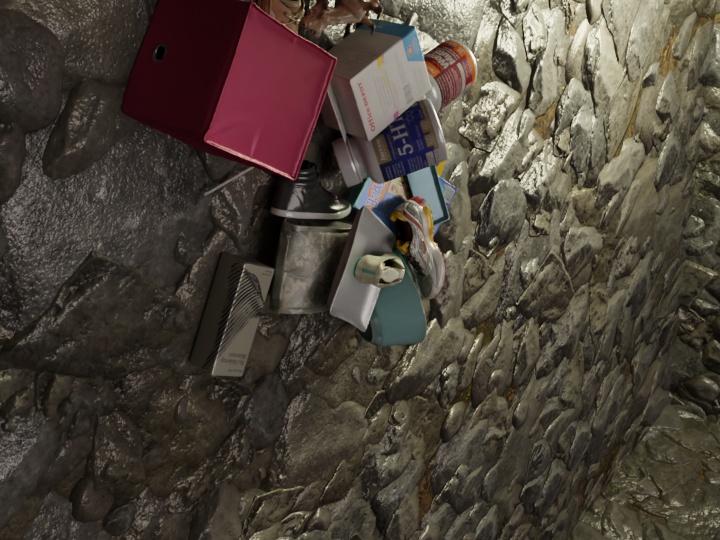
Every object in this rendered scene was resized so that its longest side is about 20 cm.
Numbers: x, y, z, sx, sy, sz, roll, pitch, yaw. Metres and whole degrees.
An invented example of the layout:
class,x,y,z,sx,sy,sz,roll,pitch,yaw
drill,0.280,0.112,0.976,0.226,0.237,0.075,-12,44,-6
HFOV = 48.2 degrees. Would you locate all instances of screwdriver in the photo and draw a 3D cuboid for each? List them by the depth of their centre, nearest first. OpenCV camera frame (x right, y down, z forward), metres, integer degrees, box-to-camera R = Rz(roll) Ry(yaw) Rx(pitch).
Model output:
class,x,y,z,sx,sy,sz,roll,pitch,yaw
screwdriver,-0.186,-0.170,1.362,0.200,0.029,0.028,-41,135,-39

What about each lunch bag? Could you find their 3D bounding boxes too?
class,x,y,z,sx,sy,sz,roll,pitch,yaw
lunch bag,-0.094,-0.012,1.485,0.199,0.116,0.167,-4,108,-55

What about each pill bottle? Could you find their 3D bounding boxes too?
class,x,y,z,sx,sy,sz,roll,pitch,yaw
pill bottle,0.053,-0.231,1.499,0.197,0.121,0.121,-20,133,4
pill bottle,0.138,-0.371,1.610,0.200,0.109,0.111,-41,135,-32

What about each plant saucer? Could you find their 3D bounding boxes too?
class,x,y,z,sx,sy,sz,roll,pitch,yaw
plant saucer,0.121,-0.184,1.600,0.069,0.019,0.203,-25,109,-23

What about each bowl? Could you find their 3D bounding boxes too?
class,x,y,z,sx,sy,sz,roll,pitch,yaw
bowl,0.042,0.075,1.656,0.104,0.201,0.203,-22,125,-20

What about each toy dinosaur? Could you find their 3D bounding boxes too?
class,x,y,z,sx,sy,sz,roll,pitch,yaw
toy dinosaur,-0.020,-0.482,1.396,0.086,0.134,0.202,124,-11,-54

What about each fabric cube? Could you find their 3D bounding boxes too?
class,x,y,z,sx,sy,sz,roll,pitch,yaw
fabric cube,-0.191,-0.269,1.177,0.199,0.198,0.199,19,93,-53

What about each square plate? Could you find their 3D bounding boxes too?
class,x,y,z,sx,sy,sz,roll,pitch,yaw
square plate,0.000,0.000,1.496,0.198,0.028,0.203,36,70,-67

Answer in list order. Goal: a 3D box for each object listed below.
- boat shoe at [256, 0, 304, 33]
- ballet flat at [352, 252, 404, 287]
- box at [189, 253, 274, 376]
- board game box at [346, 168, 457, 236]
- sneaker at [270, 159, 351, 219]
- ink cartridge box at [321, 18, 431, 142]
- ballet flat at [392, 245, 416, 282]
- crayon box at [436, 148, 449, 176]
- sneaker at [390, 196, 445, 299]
class,x,y,z,sx,sy,sz,roll,pitch,yaw
boat shoe,-0.127,-0.423,1.294,0.071,0.064,0.203,-32,129,-38
ballet flat,0.049,0.005,1.497,0.199,0.061,0.069,-9,112,-66
box,-0.224,0.078,1.404,0.082,0.068,0.203,10,98,-52
board game box,0.083,-0.148,1.621,0.199,0.045,0.154,32,83,-28
sneaker,-0.079,-0.150,1.476,0.198,0.070,0.101,-5,110,-50
ink cartridge box,0.007,-0.337,1.442,0.200,0.124,0.130,-42,134,-23
ballet flat,0.071,-0.059,1.706,0.069,0.067,0.202,-57,133,-53
crayon box,0.118,-0.217,1.706,0.126,0.050,0.203,17,92,-52
sneaker,0.106,-0.037,1.581,0.081,0.077,0.203,-25,103,-34
